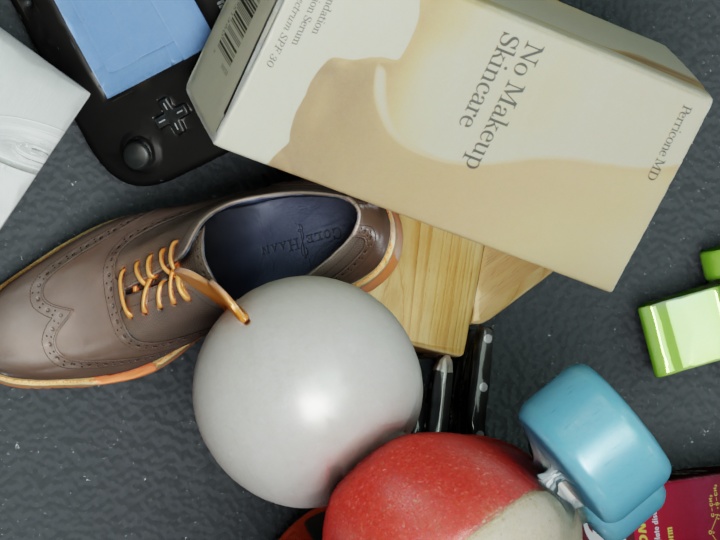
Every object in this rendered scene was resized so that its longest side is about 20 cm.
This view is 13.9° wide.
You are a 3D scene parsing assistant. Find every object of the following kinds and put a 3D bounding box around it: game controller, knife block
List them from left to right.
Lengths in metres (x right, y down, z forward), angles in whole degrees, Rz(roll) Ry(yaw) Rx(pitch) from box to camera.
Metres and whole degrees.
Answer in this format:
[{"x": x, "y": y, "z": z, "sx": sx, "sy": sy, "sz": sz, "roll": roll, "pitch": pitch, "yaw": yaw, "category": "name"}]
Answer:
[{"x": -0.110, "y": -0.138, "z": 1.304, "sx": 0.200, "sy": 0.104, "sz": 0.042, "roll": 62, "pitch": 35, "yaw": -7, "category": "game controller"}, {"x": 0.000, "y": 0.000, "z": 1.347, "sx": 0.175, "sy": 0.064, "sz": 0.200, "roll": -35, "pitch": 99, "yaw": -18, "category": "knife block"}]

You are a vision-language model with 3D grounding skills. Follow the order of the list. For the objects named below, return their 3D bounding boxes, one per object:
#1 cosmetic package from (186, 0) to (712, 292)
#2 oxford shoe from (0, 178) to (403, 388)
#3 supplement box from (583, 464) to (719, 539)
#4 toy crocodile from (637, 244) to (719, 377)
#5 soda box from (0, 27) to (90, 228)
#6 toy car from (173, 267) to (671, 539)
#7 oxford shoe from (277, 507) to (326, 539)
[{"x": 0.038, "y": -0.076, "z": 1.267, "sx": 0.199, "sy": 0.071, "sz": 0.105, "roll": 19, "pitch": 108, "yaw": -21, "category": "cosmetic package"}, {"x": -0.083, "y": 0.000, "z": 1.286, "sx": 0.199, "sy": 0.073, "sz": 0.072, "roll": -20, "pitch": 81, "yaw": 7, "category": "oxford shoe"}, {"x": 0.128, "y": 0.150, "z": 1.367, "sx": 0.199, "sy": 0.061, "sz": 0.109, "roll": -6, "pitch": 89, "yaw": -31, "category": "supplement box"}, {"x": 0.228, "y": 0.012, "z": 1.427, "sx": 0.199, "sy": 0.062, "sz": 0.068, "roll": -11, "pitch": 91, "yaw": -19, "category": "toy crocodile"}, {"x": -0.203, "y": -0.013, "z": 1.277, "sx": 0.068, "sy": 0.063, "sz": 0.200, "roll": 36, "pitch": 77, "yaw": -14, "category": "soda box"}, {"x": -0.004, "y": 0.072, "z": 1.218, "sx": 0.184, "sy": 0.177, "sz": 0.200, "roll": -39, "pitch": 79, "yaw": -3, "category": "toy car"}, {"x": -0.045, "y": 0.200, "z": 1.320, "sx": 0.200, "sy": 0.071, "sz": 0.073, "roll": -47, "pitch": 136, "yaw": 0, "category": "oxford shoe"}]
